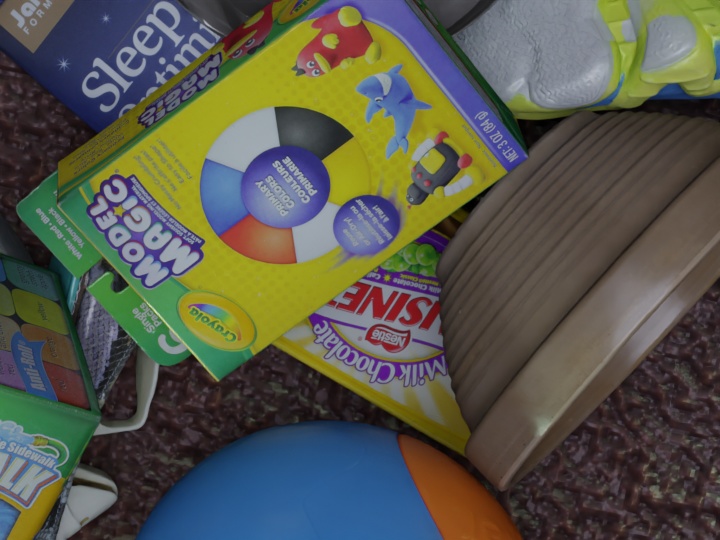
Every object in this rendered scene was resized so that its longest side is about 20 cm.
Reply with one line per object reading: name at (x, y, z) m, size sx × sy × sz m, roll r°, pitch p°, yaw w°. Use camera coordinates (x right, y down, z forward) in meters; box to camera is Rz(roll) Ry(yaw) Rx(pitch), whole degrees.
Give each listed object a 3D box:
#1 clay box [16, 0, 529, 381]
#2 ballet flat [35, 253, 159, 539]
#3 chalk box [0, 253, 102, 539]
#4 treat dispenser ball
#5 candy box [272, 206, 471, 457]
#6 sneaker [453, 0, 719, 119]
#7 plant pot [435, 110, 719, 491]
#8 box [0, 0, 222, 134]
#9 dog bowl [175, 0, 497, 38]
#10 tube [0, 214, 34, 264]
clay box at (-0.041, -0.039, 1.106) m, size 0.200 × 0.048 × 0.115 m, roll -37°, pitch 115°, yaw 12°
ballet flat at (-0.139, 0.080, 1.216) m, size 0.072 × 0.072 × 0.202 m, roll 21°, pitch 96°, yaw -3°
chalk box at (-0.199, 0.057, 1.137) m, size 0.123 × 0.125 × 0.201 m, roll 20°, pitch 116°, yaw -27°
treat dispenser ball at (-0.015, 0.169, 1.157) m, size 0.199 × 0.201 × 0.203 m, roll 0°, pitch 95°, yaw -2°
candy box at (0.000, 0.000, 1.194) m, size 0.199 × 0.026 × 0.103 m, roll 31°, pitch 97°, yaw -26°
sneaker at (0.136, -0.098, 1.178) m, size 0.199 × 0.105 × 0.076 m, roll -7°, pitch 69°, yaw 27°
plant pot at (0.100, -0.005, 1.140) m, size 0.093 × 0.201 × 0.201 m, roll 44°, pitch 93°, yaw 9°
box at (-0.090, -0.115, 1.199) m, size 0.200 × 0.032 × 0.121 m, roll 40°, pitch 103°, yaw 0°
dog bowl at (-0.016, -0.184, 1.150) m, size 0.198 × 0.059 × 0.202 m, roll 1°, pitch 83°, yaw -7°
tube at (-0.245, 0.044, 1.217) m, size 0.200 × 0.052 × 0.058 m, roll -37°, pitch 61°, yaw 6°
